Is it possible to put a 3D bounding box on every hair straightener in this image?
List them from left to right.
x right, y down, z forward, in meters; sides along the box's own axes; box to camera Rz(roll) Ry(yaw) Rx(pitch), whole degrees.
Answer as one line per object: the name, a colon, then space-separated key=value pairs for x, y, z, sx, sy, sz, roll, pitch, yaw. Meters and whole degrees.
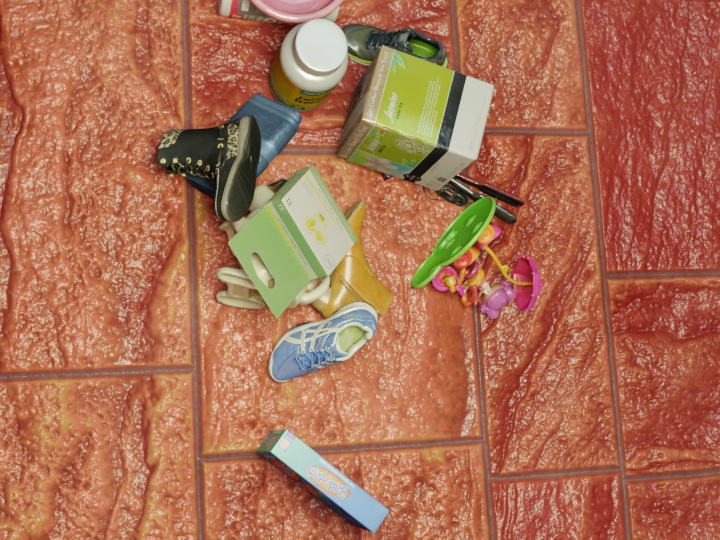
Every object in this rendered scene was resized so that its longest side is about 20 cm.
hair straightener: x=0.187 y=-0.129 z=1.734 sx=0.199 sy=0.041 sz=0.078 roll=26 pitch=75 yaw=-9

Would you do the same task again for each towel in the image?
towel: x=-0.189 y=-0.197 z=1.626 sx=0.111 sy=0.049 sz=0.200 roll=29 pitch=68 yaw=28

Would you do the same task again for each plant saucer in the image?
plant saucer: x=-0.109 y=-0.493 z=1.599 sx=0.198 sy=0.051 sz=0.203 roll=1 pitch=87 yaw=-14

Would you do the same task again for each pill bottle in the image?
pill bottle: x=-0.136 y=-0.473 z=1.673 sx=0.198 sy=0.111 sz=0.112 roll=4 pitch=80 yaw=-13
pill bottle: x=-0.082 y=-0.336 z=1.614 sx=0.111 sy=0.200 sz=0.114 roll=1 pitch=84 yaw=-14

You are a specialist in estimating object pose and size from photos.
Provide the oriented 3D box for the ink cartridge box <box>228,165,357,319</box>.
ink cartridge box: x=-0.098 y=-0.045 z=1.509 sx=0.146 sy=0.048 sz=0.200 roll=59 pitch=42 yaw=-21

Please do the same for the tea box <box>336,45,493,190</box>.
tea box: x=0.084 y=-0.241 z=1.616 sx=0.195 sy=0.200 sz=0.135 roll=18 pitch=76 yaw=-9

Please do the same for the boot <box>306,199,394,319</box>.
boot: x=0.000 y=0.000 z=1.657 sx=0.143 sy=0.071 sz=0.202 roll=32 pitch=79 yaw=-13

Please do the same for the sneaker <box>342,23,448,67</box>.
sneaker: x=0.059 y=-0.393 z=1.717 sx=0.198 sy=0.081 sz=0.075 roll=11 pitch=76 yaw=0

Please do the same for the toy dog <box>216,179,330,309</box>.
toy dog: x=-0.137 y=-0.052 z=1.584 sx=0.192 sy=0.140 sz=0.202 roll=7 pitch=68 yaw=4

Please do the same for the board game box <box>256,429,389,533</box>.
board game box: x=-0.062 y=0.323 z=1.537 sx=0.199 sy=0.152 sz=0.045 roll=39 pitch=74 yaw=-4

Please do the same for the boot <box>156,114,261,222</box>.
boot: x=-0.241 y=-0.153 z=1.539 sx=0.152 sy=0.074 sz=0.205 roll=-4 pitch=51 yaw=14

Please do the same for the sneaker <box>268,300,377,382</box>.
sneaker: x=-0.062 y=0.118 z=1.588 sx=0.199 sy=0.077 sz=0.076 roll=-32 pitch=110 yaw=4

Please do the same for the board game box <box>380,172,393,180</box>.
board game box: x=0.098 y=-0.255 z=1.740 sx=0.199 sy=0.032 sz=0.121 roll=-29 pitch=92 yaw=-17

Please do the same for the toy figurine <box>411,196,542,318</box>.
toy figurine: x=0.217 y=0.010 z=1.686 sx=0.184 sy=0.150 sz=0.200 roll=41 pitch=96 yaw=-15
